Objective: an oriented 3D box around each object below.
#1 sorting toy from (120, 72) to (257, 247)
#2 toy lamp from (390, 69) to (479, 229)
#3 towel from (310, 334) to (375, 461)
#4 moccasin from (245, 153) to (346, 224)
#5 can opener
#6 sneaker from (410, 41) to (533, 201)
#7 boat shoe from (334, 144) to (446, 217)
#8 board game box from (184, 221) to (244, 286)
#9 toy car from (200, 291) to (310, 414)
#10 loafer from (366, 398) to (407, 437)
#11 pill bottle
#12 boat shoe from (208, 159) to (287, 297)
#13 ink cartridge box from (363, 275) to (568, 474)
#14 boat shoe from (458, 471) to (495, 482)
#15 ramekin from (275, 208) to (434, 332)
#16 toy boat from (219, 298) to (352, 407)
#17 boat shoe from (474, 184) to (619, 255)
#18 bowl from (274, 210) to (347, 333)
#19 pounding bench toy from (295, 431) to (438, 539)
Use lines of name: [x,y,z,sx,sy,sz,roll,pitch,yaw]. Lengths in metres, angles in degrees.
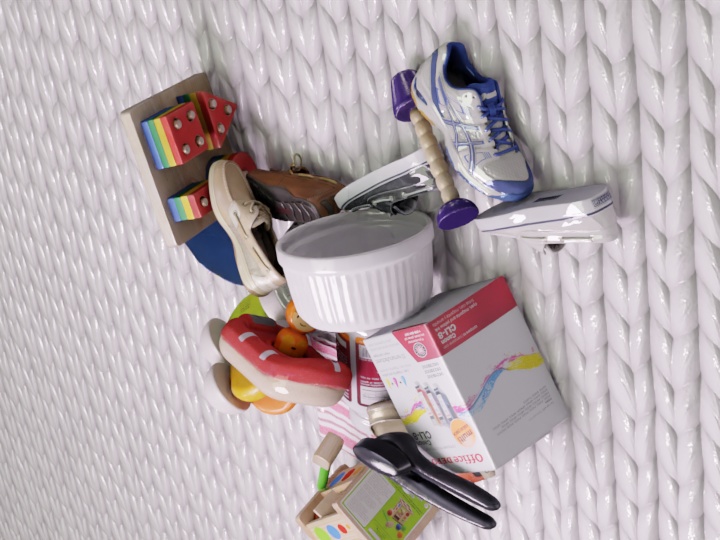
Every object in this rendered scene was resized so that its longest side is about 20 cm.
sorting toy: [-0.226,-0.164,1.844,0.069,0.199,0.201,-8,109,30]
toy lamp: [0.083,-0.146,1.531,0.058,0.058,0.201,-49,54,53]
towel: [-0.020,0.205,1.956,0.146,0.030,0.201,28,133,40]
moccasin: [-0.090,-0.113,1.798,0.201,0.078,0.074,11,137,54]
can opener: [0.083,0.260,1.590,0.200,0.079,0.064,28,128,25]
sneaker: [0.133,-0.169,1.472,0.200,0.075,0.088,52,143,14]
boat shoe: [0.042,-0.099,1.645,0.200,0.072,0.068,-23,93,48]
board game box: [-0.240,-0.040,1.923,0.039,0.158,0.200,-45,71,18]
toy car: [-0.135,0.126,1.934,0.175,0.150,0.200,-36,41,22]
loafer: [0.072,0.235,1.753,0.075,0.069,0.200,-18,141,23]
pill bottle: [0.023,0.123,1.770,0.113,0.113,0.201,32,139,36]
boat shoe: [-0.149,-0.066,1.787,0.065,0.072,0.201,-28,76,36]
ink cartridge box: [0.131,0.135,1.617,0.145,0.144,0.201,-19,99,55]
boat shoe: [0.124,0.188,1.734,0.062,0.071,0.201,-17,85,18]
ramekin: [0.000,0.000,1.641,0.200,0.200,0.106,11,118,48]
toy boat: [-0.088,0.094,1.723,0.200,0.130,0.131,35,106,44]
boat shoe: [0.210,-0.051,1.464,0.200,0.072,0.066,-8,109,49]
bowl: [-0.061,0.012,1.824,0.200,0.094,0.201,30,133,38]
pounding bench toy: [-0.020,0.334,1.924,0.200,0.124,0.156,49,145,-6]
